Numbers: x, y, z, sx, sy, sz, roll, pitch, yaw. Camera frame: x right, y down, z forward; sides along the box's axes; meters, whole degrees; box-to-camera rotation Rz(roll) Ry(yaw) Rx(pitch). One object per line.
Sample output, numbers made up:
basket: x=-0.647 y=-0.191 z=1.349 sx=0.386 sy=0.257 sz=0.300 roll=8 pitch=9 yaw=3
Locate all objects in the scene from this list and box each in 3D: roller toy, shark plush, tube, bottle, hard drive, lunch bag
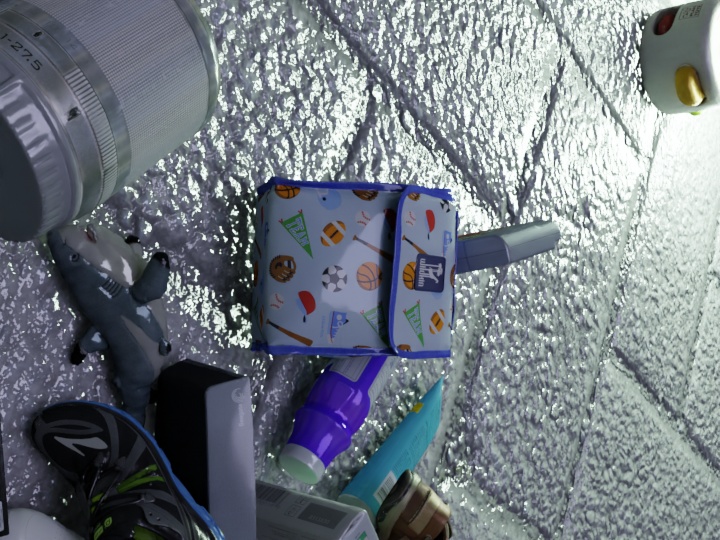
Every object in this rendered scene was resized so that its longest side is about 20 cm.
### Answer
roller toy: x=0.574 y=-0.366 z=1.664 sx=0.199 sy=0.139 sz=0.185 roll=-3 pitch=91 yaw=-49
shark plush: x=-0.211 y=0.054 z=0.825 sx=0.082 sy=0.091 sz=0.202 roll=-13 pitch=120 yaw=-28
tube: x=0.047 y=0.207 z=1.106 sx=0.200 sy=0.050 sz=0.078 roll=-44 pitch=151 yaw=-42
bottle: x=-0.016 y=0.126 z=1.010 sx=0.201 sy=0.065 sz=0.084 roll=-57 pitch=171 yaw=-33
hard drive: x=-0.135 y=0.184 z=0.832 sx=0.042 sy=0.134 sz=0.203 roll=-3 pitch=95 yaw=-34
lunch bag: x=0.000 y=0.000 z=0.942 sx=0.197 sy=0.124 sz=0.172 roll=4 pitch=89 yaw=-16

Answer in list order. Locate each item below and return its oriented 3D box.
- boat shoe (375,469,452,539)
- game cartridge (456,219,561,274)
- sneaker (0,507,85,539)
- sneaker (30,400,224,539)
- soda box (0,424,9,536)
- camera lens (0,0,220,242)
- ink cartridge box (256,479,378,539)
boat shoe: x=0.057 y=0.276 z=1.030 sx=0.076 sy=0.073 sz=0.200 roll=-54 pitch=165 yaw=-20
game cartridge: x=0.103 y=-0.017 z=1.060 sx=0.133 sy=0.199 sz=0.041 roll=-22 pitch=98 yaw=-48
sneaker: x=-0.210 y=0.249 z=0.764 sx=0.077 sy=0.080 sz=0.201 roll=-86 pitch=154 yaw=-50
sneaker: x=-0.183 y=0.178 z=0.752 sx=0.200 sy=0.071 sz=0.083 roll=46 pitch=20 yaw=10
soda box: x=-0.299 y=0.091 z=0.686 sx=0.063 sy=0.070 sz=0.203 roll=-5 pitch=93 yaw=-48
camera lens: x=-0.214 y=-0.135 z=0.724 sx=0.200 sy=0.159 sz=0.161 roll=-46 pitch=122 yaw=-39
ink cartridge box: x=-0.029 y=0.302 z=0.929 sx=0.050 sy=0.160 sz=0.202 roll=-42 pitch=119 yaw=-37
